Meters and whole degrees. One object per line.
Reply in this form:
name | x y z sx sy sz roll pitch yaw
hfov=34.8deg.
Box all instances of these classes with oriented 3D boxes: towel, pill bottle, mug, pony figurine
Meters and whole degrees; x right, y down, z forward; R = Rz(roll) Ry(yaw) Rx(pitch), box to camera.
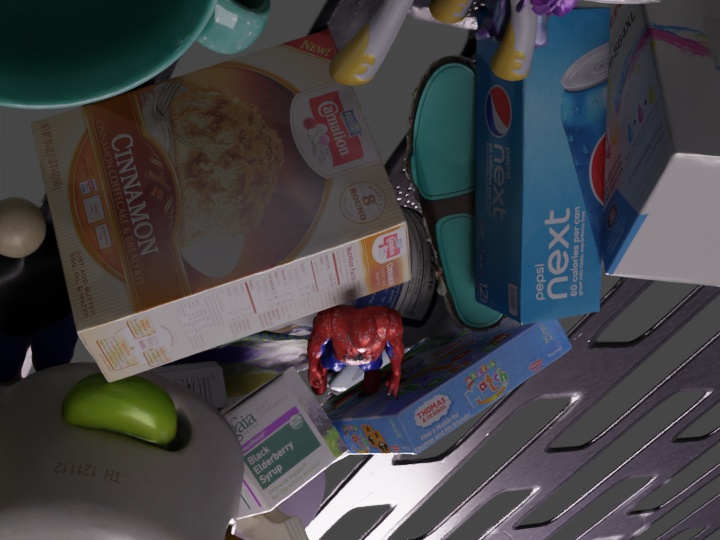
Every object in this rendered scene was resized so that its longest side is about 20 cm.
towel | -0.102 0.076 0.951 0.142 0.023 0.199 11 159 -37
pill bottle | 0.000 0.000 0.873 0.198 0.112 0.111 12 136 -43
mug | -0.142 -0.160 0.531 0.150 0.116 0.185 -24 150 4
pony figurine | 0.070 -0.182 0.613 0.189 0.169 0.201 -2 154 -5

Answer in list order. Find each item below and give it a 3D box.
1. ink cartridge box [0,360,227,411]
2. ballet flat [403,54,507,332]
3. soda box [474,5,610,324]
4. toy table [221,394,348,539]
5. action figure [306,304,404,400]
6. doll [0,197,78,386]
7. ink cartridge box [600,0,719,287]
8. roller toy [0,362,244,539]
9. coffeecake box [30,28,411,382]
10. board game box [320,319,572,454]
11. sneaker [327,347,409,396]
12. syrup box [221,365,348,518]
ink cartridge box | -0.225 0.124 0.935 0.195 0.044 0.200 -6 166 -22
ballet flat | 0.072 -0.055 0.829 0.074 0.064 0.203 -5 106 8
soda box | 0.120 -0.073 0.768 0.067 0.064 0.204 -7 105 -23
toy table | -0.102 0.205 1.090 0.199 0.185 0.117 -32 175 -35
action figure | -0.004 0.057 0.773 0.064 0.053 0.200 4 164 -2
doll | -0.244 0.023 0.818 0.134 0.049 0.201 -9 147 -21
ink cartridge box | 0.229 -0.109 0.780 0.123 0.203 0.129 4 145 -8
roller toy | -0.172 0.168 0.766 0.180 0.141 0.201 -17 133 22
coffeecake box | -0.085 -0.043 0.710 0.197 0.155 0.073 -18 151 -5
board game box | 0.050 0.091 0.890 0.150 0.037 0.199 -30 -175 -25
sneaker | -0.004 0.090 1.056 0.087 0.075 0.202 -15 139 -11
syrup box | -0.085 0.145 0.925 0.078 0.082 0.200 -35 179 -22
